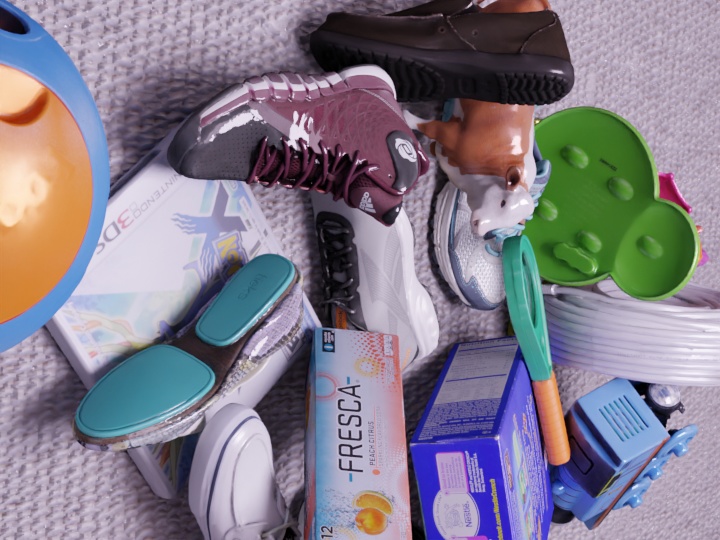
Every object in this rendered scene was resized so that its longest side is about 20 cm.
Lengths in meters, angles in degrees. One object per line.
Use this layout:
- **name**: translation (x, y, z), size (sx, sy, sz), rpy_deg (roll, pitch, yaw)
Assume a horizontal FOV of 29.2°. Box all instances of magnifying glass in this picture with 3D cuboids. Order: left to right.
- **magnifying glass**: translation (0.144, 0.067, 1.131), size (0.080, 0.022, 0.202), rpy_deg (-63, 140, -63)

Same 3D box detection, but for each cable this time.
- **cable**: translation (0.254, 0.051, 1.207), size (0.198, 0.199, 0.070), rpy_deg (-1, 103, -38)

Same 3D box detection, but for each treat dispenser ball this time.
- **treat dispenser ball**: translation (-0.228, -0.049, 0.703), size (0.200, 0.199, 0.204), rpy_deg (-8, 101, -46)

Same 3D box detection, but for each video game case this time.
- **video game case**: translation (-0.123, 0.024, 0.955), size (0.182, 0.022, 0.201), rpy_deg (-48, 127, -31)

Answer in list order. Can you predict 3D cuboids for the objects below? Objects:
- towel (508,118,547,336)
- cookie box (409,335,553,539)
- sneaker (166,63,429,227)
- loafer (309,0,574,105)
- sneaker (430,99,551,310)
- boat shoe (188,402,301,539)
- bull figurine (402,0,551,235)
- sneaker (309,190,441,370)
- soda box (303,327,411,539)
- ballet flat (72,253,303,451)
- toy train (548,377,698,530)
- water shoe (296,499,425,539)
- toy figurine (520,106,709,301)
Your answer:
- **towel**: translation (0.172, -0.036, 1.266), size (0.085, 0.018, 0.203), rpy_deg (4, 94, -41)
- **cookie box**: translation (0.104, 0.169, 1.117), size (0.200, 0.074, 0.173), rpy_deg (-54, 136, -67)
- **sneaker**: translation (-0.026, -0.073, 0.934), size (0.199, 0.076, 0.116), rpy_deg (-21, 67, -39)
- **loafer**: translation (0.061, -0.169, 1.029), size (0.073, 0.197, 0.072), rpy_deg (95, 3, -70)
- **sneaker**: translation (0.112, -0.064, 1.145), size (0.077, 0.086, 0.203), rpy_deg (-11, 104, -45)
- **boat shoe**: translation (-0.070, 0.180, 0.957), size (0.074, 0.066, 0.202), rpy_deg (-42, 144, -40)
- **bull figurine**: translation (0.091, -0.126, 1.082), size (0.065, 0.120, 0.202), rpy_deg (40, 61, -72)
- **sneaker**: translation (0.000, 0.000, 1.048), size (0.079, 0.074, 0.202), rpy_deg (-39, 122, -30)
- **soda box**: translation (-0.005, 0.134, 0.976), size (0.201, 0.067, 0.064), rpy_deg (-92, -170, -48)
- **ballet flat**: translation (-0.106, 0.070, 0.920), size (0.200, 0.072, 0.073), rpy_deg (-42, 124, -33)
- **toy train**: translation (0.218, 0.165, 1.231), size (0.113, 0.087, 0.201), rpy_deg (-21, 154, -27)
- **water shoe**: translation (0.028, 0.236, 1.103), size (0.200, 0.078, 0.072), rpy_deg (38, 69, -43)
- **toy figurine**: translation (0.248, -0.042, 1.215), size (0.183, 0.200, 0.151), rpy_deg (8, 115, -53)
